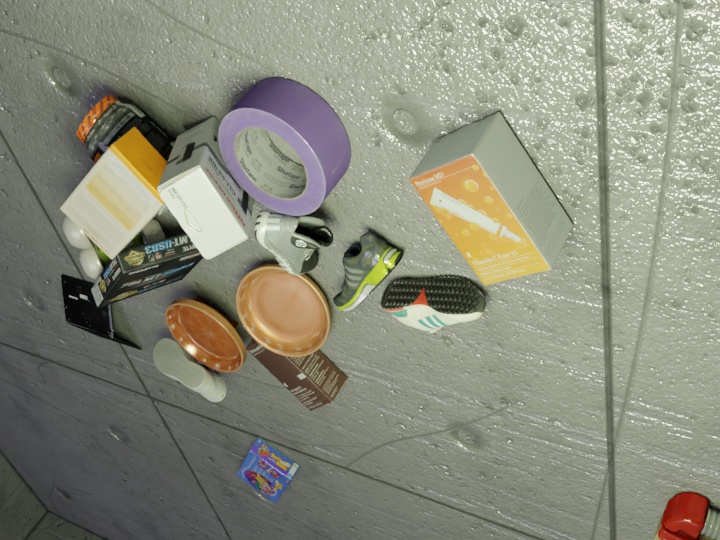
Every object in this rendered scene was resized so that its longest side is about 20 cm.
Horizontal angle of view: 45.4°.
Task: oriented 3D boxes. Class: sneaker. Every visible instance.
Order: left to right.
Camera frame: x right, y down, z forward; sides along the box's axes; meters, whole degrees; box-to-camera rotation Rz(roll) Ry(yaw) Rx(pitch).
[{"bbox_3d":[-0.384,0.233,1.946,0.199,0.074,0.116,32,170,39],"label":"sneaker"},{"bbox_3d":[-0.088,-0.041,1.454,0.113,0.077,0.200,1,164,24],"label":"sneaker"},{"bbox_3d":[0.000,0.000,1.479,0.081,0.074,0.200,45,138,2],"label":"sneaker"},{"bbox_3d":[0.133,0.063,1.443,0.197,0.072,0.093,0,149,37],"label":"sneaker"}]

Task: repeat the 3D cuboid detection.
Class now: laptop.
[{"bbox_3d":[-0.656,0.109,2.185,0.174,0.103,0.205,12,112,29],"label":"laptop"}]

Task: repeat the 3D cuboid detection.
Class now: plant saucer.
[{"bbox_3d":[-0.326,0.135,1.829,0.197,0.032,0.203,22,141,19],"label":"plant saucer"},{"bbox_3d":[-0.145,0.073,1.658,0.196,0.038,0.204,10,122,16],"label":"plant saucer"}]

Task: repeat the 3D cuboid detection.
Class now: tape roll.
[{"bbox_3d":[-0.119,-0.190,1.343,0.197,0.085,0.202,23,142,19],"label":"tape roll"}]

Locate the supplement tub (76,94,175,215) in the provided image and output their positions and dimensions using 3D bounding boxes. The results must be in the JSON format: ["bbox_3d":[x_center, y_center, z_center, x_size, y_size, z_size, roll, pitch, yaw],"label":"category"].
[{"bbox_3d":[-0.395,-0.206,1.522,0.200,0.123,0.122,42,144,-8],"label":"supplement tub"}]

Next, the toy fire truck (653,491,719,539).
[{"bbox_3d":[0.596,0.434,1.425,0.173,0.129,0.203,22,130,19],"label":"toy fire truck"}]

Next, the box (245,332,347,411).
[{"bbox_3d":[-0.132,0.193,1.790,0.200,0.075,0.100,46,143,-10],"label":"box"}]

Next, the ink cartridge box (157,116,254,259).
[{"bbox_3d":[-0.244,-0.137,1.399,0.082,0.201,0.146,-25,119,14],"label":"ink cartridge box"}]

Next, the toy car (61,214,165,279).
[{"bbox_3d":[-0.499,-0.095,1.727,0.150,0.172,0.202,51,162,45],"label":"toy car"}]

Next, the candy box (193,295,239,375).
[{"bbox_3d":[-0.345,0.155,1.938,0.115,0.057,0.201,32,143,5],"label":"candy box"}]

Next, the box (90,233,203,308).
[{"bbox_3d":[-0.414,-0.005,1.701,0.198,0.198,0.051,-33,80,52],"label":"box"}]

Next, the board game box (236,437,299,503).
[{"bbox_3d":[-0.248,0.532,2.284,0.133,0.045,0.201,35,144,3],"label":"board game box"}]

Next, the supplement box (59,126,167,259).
[{"bbox_3d":[-0.401,-0.128,1.451,0.126,0.074,0.199,46,128,-11],"label":"supplement box"}]

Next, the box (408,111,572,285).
[{"bbox_3d":[0.181,-0.094,1.188,0.123,0.098,0.201,-16,120,48],"label":"box"}]
